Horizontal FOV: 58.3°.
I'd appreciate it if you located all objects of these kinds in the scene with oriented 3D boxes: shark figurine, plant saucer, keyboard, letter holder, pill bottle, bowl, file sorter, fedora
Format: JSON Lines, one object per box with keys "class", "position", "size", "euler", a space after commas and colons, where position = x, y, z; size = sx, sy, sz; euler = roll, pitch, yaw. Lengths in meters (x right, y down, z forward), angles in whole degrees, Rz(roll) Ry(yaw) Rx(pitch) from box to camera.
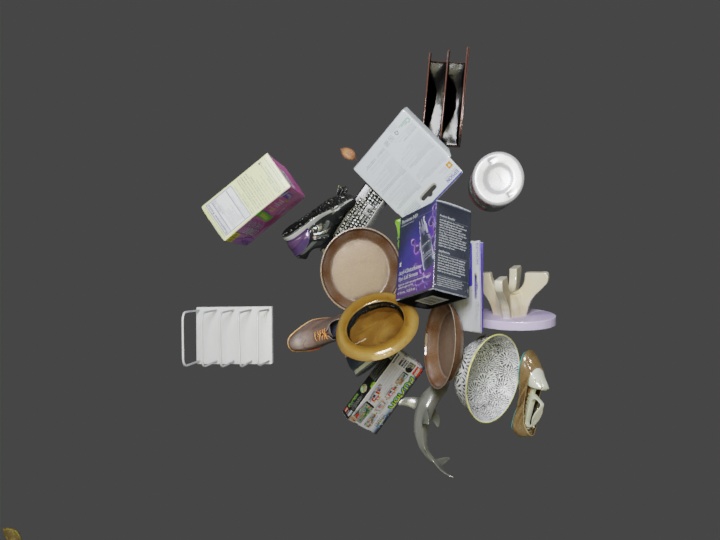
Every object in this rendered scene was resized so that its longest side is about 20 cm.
{"class": "shark figurine", "position": [0.159, 0.372, 1.515], "size": [0.124, 0.089, 0.221], "euler": [-1, 85, -10]}
{"class": "plant saucer", "position": [0.194, 0.168, 1.479], "size": [0.036, 0.200, 0.207], "euler": [5, 89, -14]}
{"class": "keyboard", "position": [-0.035, -0.126, 1.589], "size": [0.126, 0.021, 0.202], "euler": [35, 92, 5]}
{"class": "letter holder", "position": [0.197, -0.406, 1.508], "size": [0.098, 0.142, 0.206], "euler": [5, 90, 6]}
{"class": "plant saucer", "position": [0.000, 0.000, 1.555], "size": [0.194, 0.037, 0.207], "euler": [0, 90, -5]}
{"class": "pill bottle", "position": [0.302, -0.194, 1.464], "size": [0.110, 0.200, 0.117], "euler": [0, 89, 6]}
{"class": "bowl", "position": [0.274, 0.239, 1.494], "size": [0.093, 0.198, 0.207], "euler": [11, 90, 47]}
{"class": "file sorter", "position": [-0.320, 0.161, 1.561], "size": [0.194, 0.124, 0.143], "euler": [-1, 89, 5]}
{"class": "fedora", "position": [0.041, 0.144, 1.480], "size": [0.195, 0.083, 0.204], "euler": [-8, 46, 9]}

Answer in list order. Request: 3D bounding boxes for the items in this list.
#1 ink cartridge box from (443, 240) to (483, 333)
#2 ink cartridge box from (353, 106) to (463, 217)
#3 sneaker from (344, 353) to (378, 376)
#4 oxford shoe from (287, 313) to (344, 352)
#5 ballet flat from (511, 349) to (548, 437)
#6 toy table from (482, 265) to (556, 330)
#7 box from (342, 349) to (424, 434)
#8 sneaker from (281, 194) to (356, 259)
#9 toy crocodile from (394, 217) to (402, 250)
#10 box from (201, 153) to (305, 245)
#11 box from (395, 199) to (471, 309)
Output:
{"class": "ink cartridge box", "position": [0.243, 0.037, 1.469], "size": [0.042, 0.200, 0.204], "euler": [0, 89, -16]}
{"class": "ink cartridge box", "position": [0.113, -0.241, 1.518], "size": [0.200, 0.041, 0.199], "euler": [45, 122, -2]}
{"class": "sneaker", "position": [0.045, 0.162, 1.552], "size": [0.199, 0.070, 0.083], "euler": [-39, 74, -2]}
{"class": "oxford shoe", "position": [-0.090, 0.147, 1.562], "size": [0.196, 0.073, 0.073], "euler": [-22, 87, 5]}
{"class": "ballet flat", "position": [0.400, 0.291, 1.504], "size": [0.066, 0.072, 0.206], "euler": [11, 90, -29]}
{"class": "toy table", "position": [0.344, 0.062, 1.477], "size": [0.194, 0.184, 0.121], "euler": [-2, 100, 17]}
{"class": "box", "position": [0.056, 0.283, 1.532], "size": [0.109, 0.035, 0.202], "euler": [35, 92, -38]}
{"class": "sneaker", "position": [-0.087, -0.105, 1.562], "size": [0.197, 0.076, 0.089], "euler": [-32, 114, -1]}
{"class": "toy crocodile", "position": [0.133, -0.030, 1.544], "size": [0.067, 0.061, 0.204], "euler": [-28, 94, -36]}
{"class": "box", "position": [-0.248, -0.162, 1.533], "size": [0.198, 0.176, 0.098], "euler": [-37, 85, 4]}
{"class": "box", "position": [0.162, -0.032, 1.437], "size": [0.102, 0.147, 0.206], "euler": [13, 70, -28]}
